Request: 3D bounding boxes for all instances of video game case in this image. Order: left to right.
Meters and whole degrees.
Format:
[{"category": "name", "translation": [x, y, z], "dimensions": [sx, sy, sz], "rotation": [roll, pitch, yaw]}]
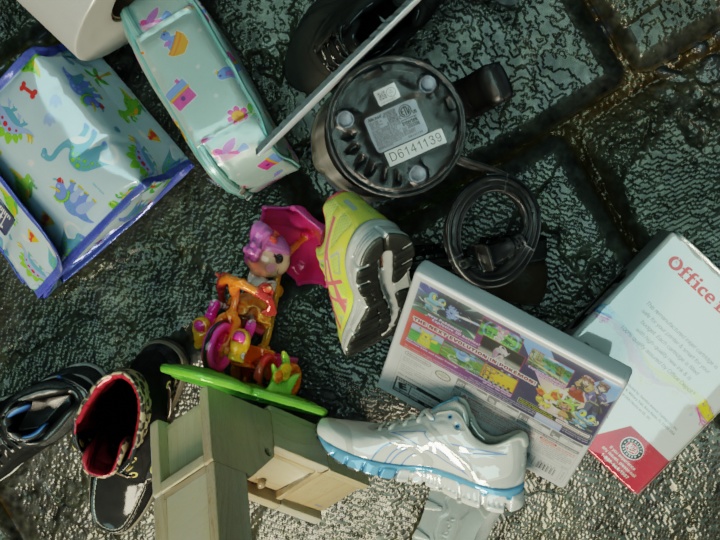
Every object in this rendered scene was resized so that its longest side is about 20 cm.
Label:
[{"category": "video game case", "translation": [0.121, 0.095, 1.175], "dimensions": [0.200, 0.182, 0.023], "rotation": [29, 52, 10]}]

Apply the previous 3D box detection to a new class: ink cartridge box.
[{"category": "ink cartridge box", "translation": [0.269, 0.081, 1.226], "dimensions": [0.146, 0.083, 0.200], "rotation": [44, 96, 1]}]

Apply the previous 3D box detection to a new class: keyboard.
[{"category": "keyboard", "translation": [-0.015, -0.166, 1.095], "dimensions": [0.200, 0.056, 0.011], "rotation": [-44, 95, 4]}]

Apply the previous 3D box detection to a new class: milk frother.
[{"category": "milk frother", "translation": [0.055, -0.083, 1.177], "dimensions": [0.180, 0.188, 0.200], "rotation": [-7, 92, -5]}]

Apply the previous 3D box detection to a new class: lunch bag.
[{"category": "lunch bag", "translation": [-0.293, -0.093, 1.251], "dimensions": [0.200, 0.127, 0.170], "rotation": [-39, 90, 26]}, {"category": "lunch bag", "translation": [-0.135, -0.158, 1.211], "dimensions": [0.077, 0.160, 0.200], "rotation": [-30, 85, 1]}]

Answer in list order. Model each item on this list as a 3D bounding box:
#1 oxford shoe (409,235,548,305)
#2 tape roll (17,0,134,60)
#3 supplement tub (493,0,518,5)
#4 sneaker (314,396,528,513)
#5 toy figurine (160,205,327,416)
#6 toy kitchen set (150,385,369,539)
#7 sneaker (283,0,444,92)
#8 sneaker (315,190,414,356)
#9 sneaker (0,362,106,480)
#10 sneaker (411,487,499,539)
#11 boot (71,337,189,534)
[{"category": "oxford shoe", "translation": [0.077, 0.017, 1.247], "dimensions": [0.200, 0.073, 0.084], "rotation": [-3, 102, 8]}, {"category": "tape roll", "translation": [-0.233, -0.308, 1.186], "dimensions": [0.139, 0.203, 0.203], "rotation": [44, 96, 0]}, {"category": "supplement tub", "translation": [0.075, -0.331, 1.196], "dimensions": [0.200, 0.123, 0.123], "rotation": [25, 96, 3]}, {"category": "sneaker", "translation": [0.059, 0.150, 1.201], "dimensions": [0.200, 0.075, 0.087], "rotation": [13, 102, 7]}, {"category": "toy figurine", "translation": [-0.092, 0.024, 1.219], "dimensions": [0.150, 0.200, 0.184], "rotation": [10, 82, 26]}, {"category": "toy kitchen set", "translation": [-0.111, 0.241, 1.195], "dimensions": [0.163, 0.181, 0.200], "rotation": [-36, 135, 29]}, {"category": "sneaker", "translation": [-0.006, -0.214, 1.195], "dimensions": [0.076, 0.091, 0.200], "rotation": [42, 133, -17]}, {"category": "sneaker", "translation": [0.000, 0.000, 1.179], "dimensions": [0.078, 0.200, 0.090], "rotation": [-29, 62, -22]}, {"category": "sneaker", "translation": [-0.341, 0.154, 1.271], "dimensions": [0.200, 0.112, 0.073], "rotation": [-33, 90, 6]}, {"category": "sneaker", "translation": [0.099, 0.226, 1.261], "dimensions": [0.076, 0.081, 0.200], "rotation": [28, 76, 18]}, {"category": "boot", "translation": [-0.226, 0.167, 1.242], "dimensions": [0.073, 0.151, 0.200], "rotation": [22, 97, 5]}]
